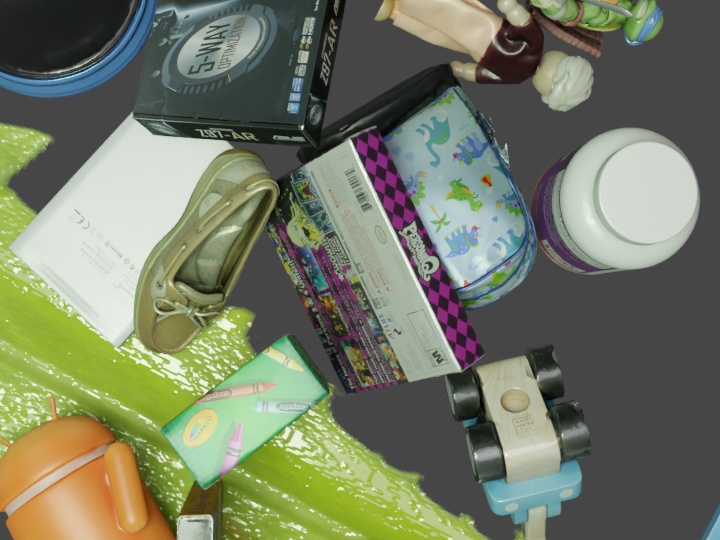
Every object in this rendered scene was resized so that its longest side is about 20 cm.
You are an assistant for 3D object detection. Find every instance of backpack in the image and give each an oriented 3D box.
[{"bbox_3d":[0.065,-0.059,1.016,0.162,0.154,0.201,-30,101,-9],"label":"backpack"}]

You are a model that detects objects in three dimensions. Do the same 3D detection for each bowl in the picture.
[{"bbox_3d":[-0.279,-0.257,1.048,0.198,0.039,0.203,0,88,-3],"label":"bowl"}]

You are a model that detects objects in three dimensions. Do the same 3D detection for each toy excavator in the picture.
[{"bbox_3d":[0.148,0.194,1.026,0.099,0.201,0.195,-14,47,-2],"label":"toy excavator"}]

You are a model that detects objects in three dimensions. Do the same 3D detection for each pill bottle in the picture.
[{"bbox_3d":[0.211,-0.055,0.981,0.111,0.200,0.114,0,88,-3],"label":"pill bottle"}]

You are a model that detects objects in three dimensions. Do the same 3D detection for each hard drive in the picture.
[{"bbox_3d":[-0.196,-0.050,1.050,0.132,0.027,0.200,42,87,-1],"label":"hard drive"}]

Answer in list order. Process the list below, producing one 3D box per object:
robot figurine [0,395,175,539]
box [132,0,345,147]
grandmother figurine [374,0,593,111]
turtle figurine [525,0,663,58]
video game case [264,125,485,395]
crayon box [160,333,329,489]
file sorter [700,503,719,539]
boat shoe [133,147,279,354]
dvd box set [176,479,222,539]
[{"bbox_3d":[-0.231,0.208,0.990,0.116,0.144,0.201,-31,82,-17],"label":"robot figurine"},{"bbox_3d":[-0.097,-0.211,1.010,0.159,0.044,0.202,7,77,19],"label":"box"},{"bbox_3d":[0.115,-0.202,1.028,0.199,0.121,0.061,28,73,-6],"label":"grandmother figurine"},{"bbox_3d":[0.179,-0.281,1.000,0.193,0.200,0.145,27,91,15],"label":"turtle figurine"},{"bbox_3d":[0.000,0.000,0.977,0.036,0.181,0.201,-28,94,-32],"label":"video game case"},{"bbox_3d":[-0.088,0.109,0.962,0.118,0.200,0.058,-37,89,-3],"label":"crayon box"},{"bbox_3d":[0.399,0.288,1.016,0.199,0.123,0.140,30,86,-1],"label":"file sorter"},{"bbox_3d":[-0.131,-0.005,1.002,0.073,0.063,0.201,21,110,-37],"label":"boat shoe"},{"bbox_3d":[-0.130,0.255,0.954,0.029,0.200,0.148,2,88,-5],"label":"dvd box set"}]
